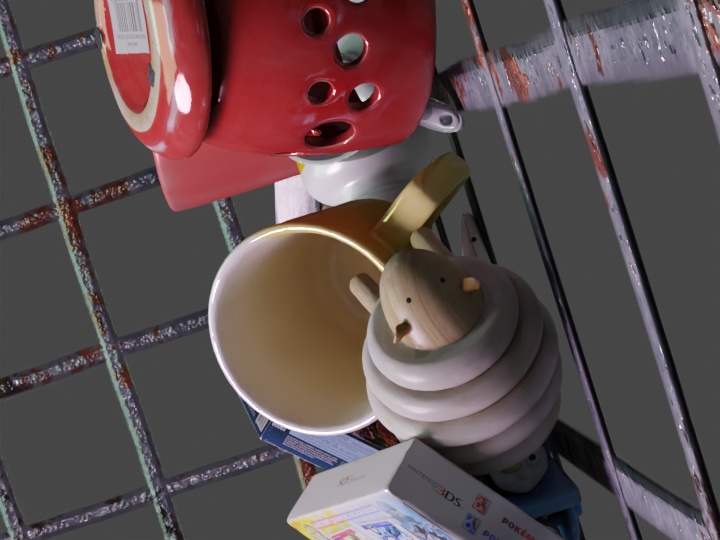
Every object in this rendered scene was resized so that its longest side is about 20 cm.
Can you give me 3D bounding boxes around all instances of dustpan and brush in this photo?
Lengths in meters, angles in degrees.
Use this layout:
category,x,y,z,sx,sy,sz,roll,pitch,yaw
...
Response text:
category,x,y,z,sx,sy,sz,roll,pitch,yaw
dustpan and brush,0.015,-0.125,1.524,0.200,0.057,0.140,25,100,41

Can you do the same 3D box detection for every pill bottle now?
category,x,y,z,sx,sy,sz,roll,pitch,yaw
pill bottle,-0.008,-0.120,1.654,0.104,0.104,0.201,85,167,-72

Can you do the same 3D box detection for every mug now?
category,x,y,z,sx,sy,sz,roll,pitch,yaw
mug,0.008,0.014,1.511,0.153,0.186,0.150,-38,-70,-63

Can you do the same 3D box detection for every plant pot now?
category,x,y,z,sx,sy,sz,roll,pitch,yaw
plant pot,-0.069,-0.166,1.414,0.200,0.182,0.202,167,90,-70
plant pot,-0.083,-0.160,1.805,0.200,0.176,0.202,-7,-90,-87

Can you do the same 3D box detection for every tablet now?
category,x,y,z,sx,sy,sz,roll,pitch,yaw
tablet,0.098,0.049,1.623,0.200,0.014,0.131,84,168,-69

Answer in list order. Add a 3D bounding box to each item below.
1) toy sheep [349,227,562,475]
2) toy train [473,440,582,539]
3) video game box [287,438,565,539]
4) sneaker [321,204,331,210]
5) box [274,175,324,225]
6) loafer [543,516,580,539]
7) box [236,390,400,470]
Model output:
category,x,y,z,sx,sy,sz,roll,pitch,yaw
toy sheep,0.064,0.059,1.358,0.200,0.137,0.138,55,-172,-43
toy train,0.088,0.126,1.520,0.200,0.086,0.115,-127,20,-64
video game box,0.063,0.186,1.409,0.182,0.047,0.200,33,159,-11
sneaker,0.031,0.019,1.809,0.079,0.095,0.201,-81,-31,-56
box,-0.039,-0.075,2.023,0.161,0.049,0.201,-62,-28,-69
loafer,0.123,0.204,1.566,0.201,0.070,0.068,-114,7,-56
box,-0.037,0.108,1.775,0.136,0.038,0.200,27,-169,-23
